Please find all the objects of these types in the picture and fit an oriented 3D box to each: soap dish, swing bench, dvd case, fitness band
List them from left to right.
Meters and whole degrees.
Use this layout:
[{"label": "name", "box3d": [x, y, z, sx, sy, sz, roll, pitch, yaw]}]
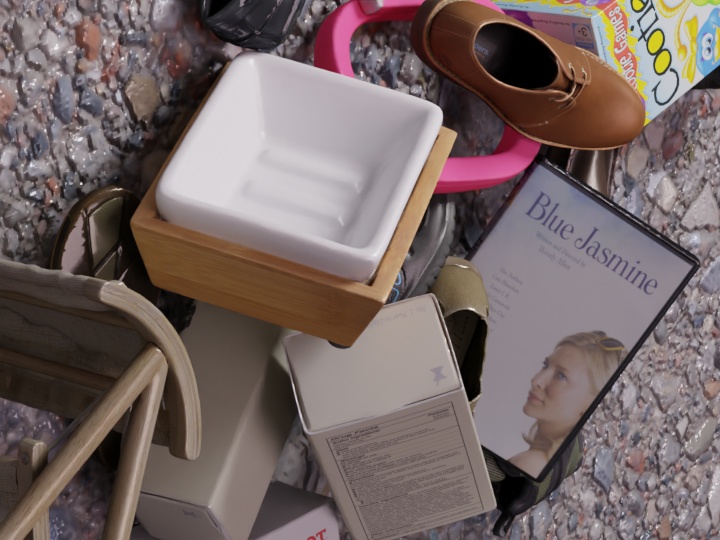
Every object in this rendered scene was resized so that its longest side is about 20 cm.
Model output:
[{"label": "swing bench", "box3d": [-0.208, 0.096, 1.411, 0.130, 0.199, 0.200, 38, 71, -46]}, {"label": "soap dish", "box3d": [-0.039, -0.044, 1.565, 0.200, 0.157, 0.081, -65, 170, -54]}, {"label": "fitness band", "box3d": [0.051, -0.123, 1.726, 0.200, 0.037, 0.144, -7, 77, -47]}, {"label": "dvd case", "box3d": [0.126, 0.036, 1.796, 0.143, 0.018, 0.200, 32, 101, -14]}]

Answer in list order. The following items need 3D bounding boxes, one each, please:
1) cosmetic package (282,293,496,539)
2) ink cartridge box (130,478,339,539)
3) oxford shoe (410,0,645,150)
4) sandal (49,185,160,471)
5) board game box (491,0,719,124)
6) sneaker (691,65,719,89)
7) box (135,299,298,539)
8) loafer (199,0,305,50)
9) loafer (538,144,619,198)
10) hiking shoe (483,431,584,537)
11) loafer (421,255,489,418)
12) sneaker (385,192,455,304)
[{"label": "cosmetic package", "box3d": [0.021, 0.100, 1.631, 0.200, 0.103, 0.073, 74, 1, -61]}, {"label": "ink cartridge box", "box3d": [-0.082, 0.255, 1.676, 0.145, 0.084, 0.200, -24, 116, -43]}, {"label": "oxford shoe", "box3d": [0.126, -0.124, 1.715, 0.200, 0.071, 0.071, 21, 92, -36]}, {"label": "sandal", "box3d": [-0.162, 0.034, 1.565, 0.082, 0.055, 0.200, -37, 139, -31]}, {"label": "board game box", "box3d": [0.196, -0.186, 1.867, 0.200, 0.105, 0.103, -39, 125, -37]}, {"label": "sneaker", "box3d": [0.317, -0.187, 2.007, 0.200, 0.099, 0.071, -32, 120, -41]}, {"label": "box", "box3d": [-0.080, 0.073, 1.612, 0.082, 0.068, 0.200, 68, 39, -57]}, {"label": "loafer", "box3d": [-0.052, -0.239, 1.603, 0.070, 0.068, 0.201, 17, 89, -57]}, {"label": "loafer", "box3d": [0.165, -0.029, 1.894, 0.073, 0.071, 0.200, 12, 90, -49]}, {"label": "hiking shoe", "box3d": [0.103, 0.103, 1.854, 0.101, 0.076, 0.200, -50, 133, -32]}, {"label": "loafer", "box3d": [0.042, 0.091, 1.758, 0.076, 0.067, 0.200, 7, 107, -11]}, {"label": "sneaker", "box3d": [0.000, 0.000, 1.717, 0.082, 0.073, 0.200, 36, 70, -41]}]
